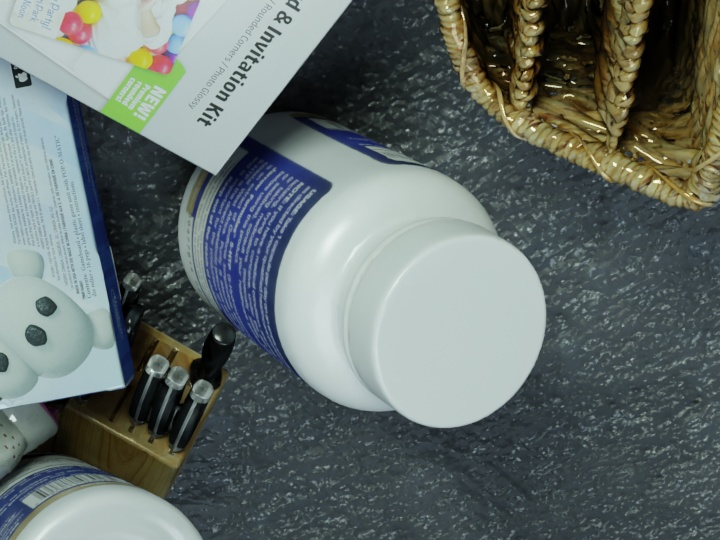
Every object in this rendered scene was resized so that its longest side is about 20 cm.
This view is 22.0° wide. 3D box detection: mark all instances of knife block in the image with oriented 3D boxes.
[{"bbox_3d":[-0.107,0.079,0.998,0.175,0.064,0.200,7,146,39],"label":"knife block"}]

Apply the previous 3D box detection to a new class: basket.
[{"bbox_3d":[0.101,-0.148,0.823,0.141,0.150,0.201,5,132,-2],"label":"basket"}]

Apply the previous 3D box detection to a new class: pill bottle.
[{"bbox_3d":[-0.158,0.155,0.966,0.110,0.200,0.112,-1,92,-24],"label":"pill bottle"},{"bbox_3d":[0.000,0.000,0.896,0.119,0.200,0.121,-9,110,-25],"label":"pill bottle"}]

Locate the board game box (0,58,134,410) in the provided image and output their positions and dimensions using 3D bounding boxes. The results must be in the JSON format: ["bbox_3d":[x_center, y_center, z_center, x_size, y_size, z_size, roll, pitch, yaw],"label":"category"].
[{"bbox_3d":[-0.223,-0.027,0.870,0.197,0.043,0.202,-10,96,1],"label":"board game box"}]

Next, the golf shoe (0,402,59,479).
[{"bbox_3d":[-0.243,0.094,0.983,0.075,0.092,0.199,48,146,-20],"label":"golf shoe"}]

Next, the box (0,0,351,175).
[{"bbox_3d":[-0.102,-0.149,0.788,0.199,0.041,0.156,28,118,-26],"label":"box"}]
